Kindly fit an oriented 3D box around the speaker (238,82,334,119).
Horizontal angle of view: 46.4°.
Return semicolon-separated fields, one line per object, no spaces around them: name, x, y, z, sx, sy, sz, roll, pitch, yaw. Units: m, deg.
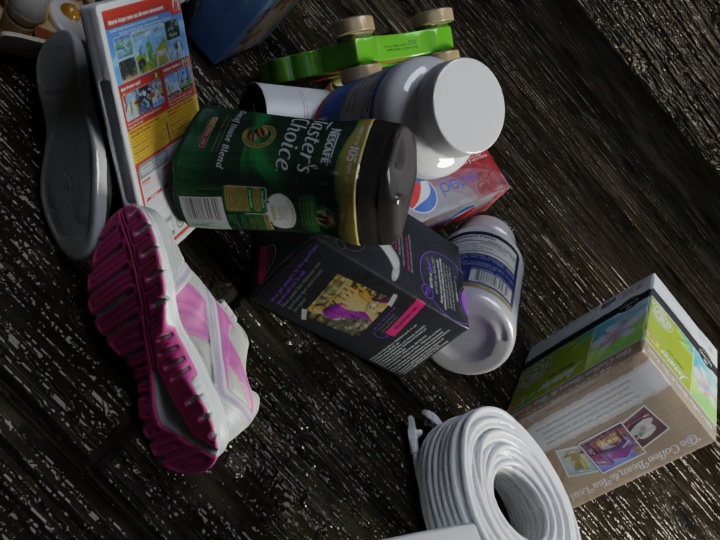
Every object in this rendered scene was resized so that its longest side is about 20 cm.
speaker;-0.033;-0.157;0.919;0.197;0.081;0.082;-3;59;-33

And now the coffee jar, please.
coffee jar;-0.052;-0.081;0.711;0.196;0.086;0.105;6;47;10

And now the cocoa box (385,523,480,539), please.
cocoa box;-0.004;0.259;0.542;0.198;0.133;0.133;9;52;-47

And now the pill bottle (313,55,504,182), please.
pill bottle;0.044;-0.140;0.804;0.111;0.199;0.115;0;90;-32

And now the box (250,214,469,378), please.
box;0.000;0.000;0.835;0.199;0.106;0.124;31;37;-29

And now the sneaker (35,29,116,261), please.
sneaker;-0.209;-0.096;0.698;0.099;0.070;0.203;23;49;-56

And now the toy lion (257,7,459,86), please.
toy lion;-0.012;-0.245;0.972;0.198;0.190;0.070;-19;102;-37

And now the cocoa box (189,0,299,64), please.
cocoa box;-0.120;-0.353;0.934;0.132;0.199;0.134;48;32;-6

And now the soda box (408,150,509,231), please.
soda box;0.079;-0.085;0.994;0.198;0.063;0.071;-22;75;-34

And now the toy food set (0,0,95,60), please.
toy food set;-0.290;-0.270;0.770;0.142;0.060;0.202;1;59;-51

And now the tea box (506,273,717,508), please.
tea box;0.297;0.140;0.990;0.134;0.199;0.197;48;32;-5

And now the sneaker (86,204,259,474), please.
sneaker;-0.138;0.047;0.640;0.088;0.080;0.203;-16;88;-62

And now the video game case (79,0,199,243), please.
video game case;-0.169;-0.124;0.700;0.143;0.017;0.203;-61;147;-63

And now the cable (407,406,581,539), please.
cable;0.139;0.233;0.822;0.198;0.069;0.202;28;40;-34

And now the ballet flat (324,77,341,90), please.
ballet flat;-0.018;-0.201;1.043;0.062;0.069;0.202;21;43;-32

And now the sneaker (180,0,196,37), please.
sneaker;-0.195;-0.254;0.824;0.072;0.113;0.201;16;38;-4

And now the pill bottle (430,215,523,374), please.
pill bottle;0.134;0.019;0.984;0.111;0.111;0.201;43;33;-13
